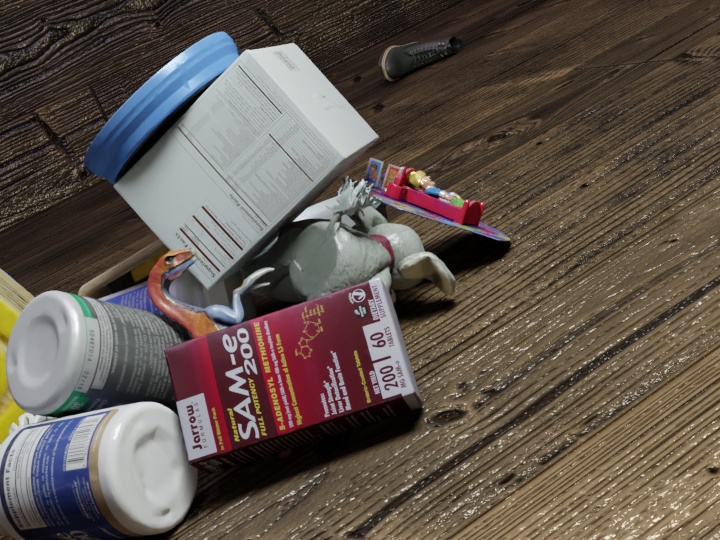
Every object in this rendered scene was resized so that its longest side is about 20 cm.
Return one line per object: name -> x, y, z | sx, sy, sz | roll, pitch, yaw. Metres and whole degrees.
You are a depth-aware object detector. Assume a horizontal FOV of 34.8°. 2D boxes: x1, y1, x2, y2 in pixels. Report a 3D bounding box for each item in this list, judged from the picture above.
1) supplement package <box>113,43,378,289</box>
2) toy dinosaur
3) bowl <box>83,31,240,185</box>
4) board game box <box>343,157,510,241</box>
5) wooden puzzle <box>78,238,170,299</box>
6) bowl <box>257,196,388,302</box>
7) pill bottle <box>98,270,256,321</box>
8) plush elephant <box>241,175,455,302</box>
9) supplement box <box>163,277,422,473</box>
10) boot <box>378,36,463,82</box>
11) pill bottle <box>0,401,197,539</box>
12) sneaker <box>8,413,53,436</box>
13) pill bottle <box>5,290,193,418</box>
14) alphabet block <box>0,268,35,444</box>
supplement package -> -0.113, -0.115, 1.209 | 0.200, 0.147, 0.191 | -42, 2, 16
toy dinosaur -> -0.121, 0.053, 1.067 | 0.181, 0.105, 0.200 | 21, 24, -4
bowl -> -0.198, -0.163, 1.189 | 0.201, 0.039, 0.201 | -43, 2, 2
board game box -> 0.081, -0.085, 1.285 | 0.199, 0.039, 0.158 | 16, 10, -20
wooden puzzle -> -0.220, -0.018, 1.393 | 0.200, 0.037, 0.185 | -32, -8, 36
bowl -> -0.043, -0.015, 1.369 | 0.200, 0.091, 0.201 | -23, 16, 7
pill bottle -> -0.227, 0.063, 1.345 | 0.199, 0.112, 0.112 | -19, 17, 15
plush elephant -> 0.000, 0.000, 1.182 | 0.200, 0.154, 0.165 | -57, 48, 21
supplement box -> -0.058, 0.092, 0.987 | 0.199, 0.109, 0.061 | -19, -20, 5
boot -> 0.140, -0.502, 2.669 | 0.138, 0.078, 0.200 | -6, 24, 34
pill bottle -> -0.249, 0.183, 1.003 | 0.199, 0.111, 0.111 | -14, 19, 31
sneaker -> -0.275, 0.159, 1.201 | 0.199, 0.075, 0.081 | -31, 25, 2
pill bottle -> -0.223, 0.092, 1.094 | 0.113, 0.114, 0.200 | -9, -18, 40
alphabet block -> -0.469, 0.097, 1.341 | 0.196, 0.196, 0.200 | -50, 20, -4
